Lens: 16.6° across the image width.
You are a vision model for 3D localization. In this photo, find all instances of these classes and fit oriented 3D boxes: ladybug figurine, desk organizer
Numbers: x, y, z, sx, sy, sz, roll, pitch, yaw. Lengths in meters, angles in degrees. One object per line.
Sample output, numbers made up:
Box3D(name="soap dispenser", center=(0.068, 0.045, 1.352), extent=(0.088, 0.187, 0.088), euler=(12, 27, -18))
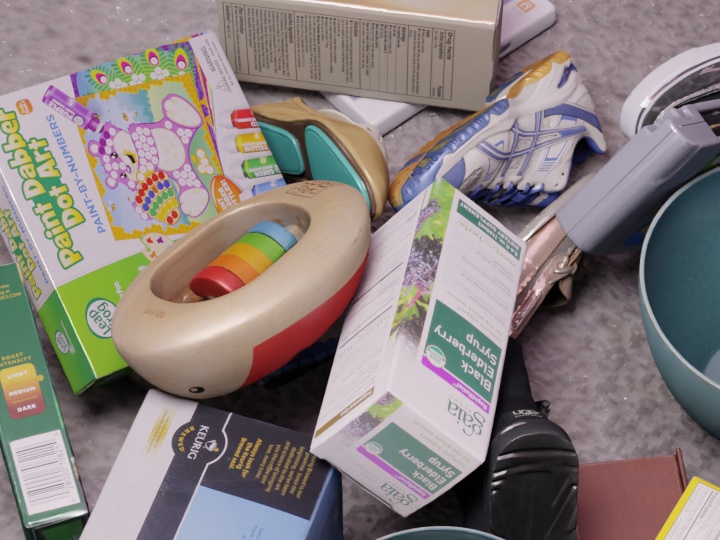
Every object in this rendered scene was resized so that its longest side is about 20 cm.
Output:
Box3D(name="ladybug figurine", center=(-0.066, 0.014, 1.533), extent=(0.136, 0.072, 0.200), euler=(12, 41, 45))
Box3D(name="desk organizer", center=(0.175, 0.215, 1.520), extent=(0.077, 0.072, 0.200), euler=(-6, 54, -1))

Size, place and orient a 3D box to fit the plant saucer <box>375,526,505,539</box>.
Box3D(name="plant saucer", center=(0.037, 0.245, 1.455), extent=(0.200, 0.201, 0.027), euler=(-16, 13, -11))

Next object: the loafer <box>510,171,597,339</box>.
Box3D(name="loafer", center=(0.110, 0.015, 1.676), extent=(0.063, 0.072, 0.200), euler=(46, 67, 5))

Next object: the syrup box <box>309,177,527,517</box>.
Box3D(name="syrup box", center=(0.038, 0.046, 1.521), extent=(0.079, 0.081, 0.200), euler=(36, 38, -18))

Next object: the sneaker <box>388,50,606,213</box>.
Box3D(name="sneaker", center=(0.103, -0.075, 1.706), extent=(0.200, 0.075, 0.088), euler=(-37, 100, -36))

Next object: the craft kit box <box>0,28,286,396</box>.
Box3D(name="craft kit box", center=(-0.144, -0.043, 1.647), extent=(0.197, 0.049, 0.200), euler=(-23, 83, -31))

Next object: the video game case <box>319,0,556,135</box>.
Box3D(name="video game case", center=(0.015, -0.206, 1.859), extent=(0.182, 0.023, 0.200), euler=(-34, 60, -22))

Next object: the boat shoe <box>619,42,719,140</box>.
Box3D(name="boat shoe", center=(0.285, -0.120, 1.763), extent=(0.199, 0.074, 0.068), euler=(-12, 40, -20))

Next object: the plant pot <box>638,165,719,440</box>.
Box3D(name="plant pot", center=(0.276, 0.044, 1.604), extent=(0.199, 0.135, 0.201), euler=(0, 54, 1))

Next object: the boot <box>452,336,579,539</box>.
Box3D(name="boot", center=(0.088, 0.156, 1.550), extent=(0.076, 0.201, 0.168), euler=(1, 18, -8))

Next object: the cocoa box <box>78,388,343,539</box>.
Box3D(name="cocoa box", center=(-0.100, 0.200, 1.493), extent=(0.131, 0.134, 0.200), euler=(15, 55, 11))

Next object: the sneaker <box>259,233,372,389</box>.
Box3D(name="sneaker", center=(0.000, 0.000, 1.644), extent=(0.200, 0.077, 0.085), euler=(-27, 88, -34))

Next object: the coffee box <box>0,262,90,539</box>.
Box3D(name="coffee box", center=(-0.208, 0.107, 1.570), extent=(0.044, 0.123, 0.200), euler=(-15, 54, -9))

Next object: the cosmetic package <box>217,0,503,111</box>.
Box3D(name="cosmetic package", center=(0.002, -0.181, 1.765), extent=(0.199, 0.105, 0.071), euler=(8, 56, 4))

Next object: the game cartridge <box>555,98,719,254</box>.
Box3D(name="game cartridge", center=(0.223, -0.065, 1.655), extent=(0.200, 0.133, 0.041), euler=(-14, 67, -49))

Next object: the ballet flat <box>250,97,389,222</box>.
Box3D(name="ballet flat", center=(-0.018, -0.086, 1.701), extent=(0.063, 0.069, 0.200), euler=(-23, 27, -22))

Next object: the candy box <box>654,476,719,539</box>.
Box3D(name="candy box", center=(0.195, 0.221, 1.455), extent=(0.102, 0.026, 0.200), euler=(26, 61, 20))
